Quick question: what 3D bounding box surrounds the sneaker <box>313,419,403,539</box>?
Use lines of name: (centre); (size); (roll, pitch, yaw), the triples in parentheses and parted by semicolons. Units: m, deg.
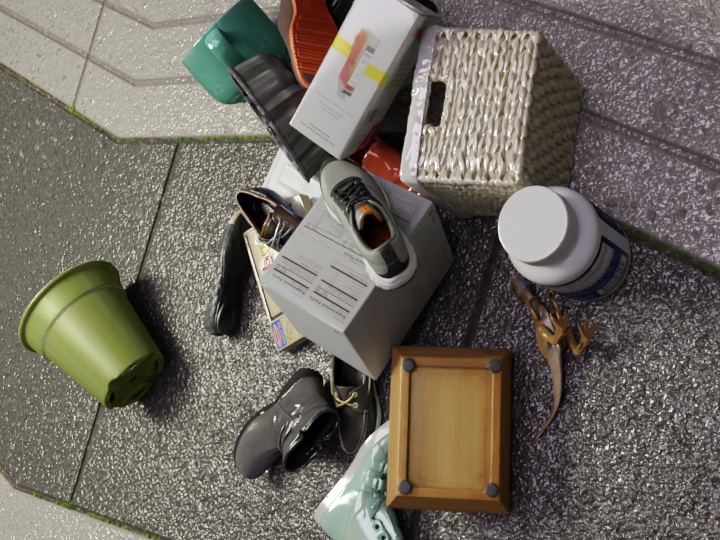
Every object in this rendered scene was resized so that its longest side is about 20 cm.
sneaker: (0.037, 0.294, 1.141); (0.118, 0.073, 0.202); (39, 100, 25)

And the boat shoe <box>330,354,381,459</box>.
boat shoe: (-0.012, 0.162, 1.203); (0.070, 0.060, 0.206); (-5, 78, 33)

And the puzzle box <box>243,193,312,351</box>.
puzzle box: (-0.102, 0.004, 1.302); (0.132, 0.025, 0.204); (-31, 69, 31)

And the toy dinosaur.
toy dinosaur: (0.240, 0.095, 1.061); (0.106, 0.059, 0.204); (135, 127, -62)

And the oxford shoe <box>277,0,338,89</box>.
oxford shoe: (-0.076, -0.324, 1.171); (0.072, 0.070, 0.204); (-40, 48, 54)

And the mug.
mug: (-0.198, -0.331, 1.358); (0.115, 0.186, 0.151); (46, 132, -12)

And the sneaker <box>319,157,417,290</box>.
sneaker: (0.005, -0.073, 1.029); (0.073, 0.080, 0.202); (-31, 55, -2)

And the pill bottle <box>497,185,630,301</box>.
pill bottle: (0.234, -0.033, 0.992); (0.109, 0.199, 0.114); (-7, 76, 31)

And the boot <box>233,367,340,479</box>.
boot: (-0.111, 0.243, 1.214); (0.202, 0.069, 0.132); (-56, 24, 14)

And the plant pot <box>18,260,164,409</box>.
plant pot: (-0.430, 0.123, 1.434); (0.190, 0.199, 0.201); (42, 104, 18)

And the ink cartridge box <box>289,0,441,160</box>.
ink cartridge box: (0.008, -0.256, 1.090); (0.083, 0.145, 0.202); (34, 109, 5)

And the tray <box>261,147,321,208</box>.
tray: (-0.079, -0.126, 1.329); (0.198, 0.022, 0.109); (31, 97, 34)

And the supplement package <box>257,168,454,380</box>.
supplement package: (0.000, 0.000, 1.128); (0.149, 0.152, 0.202); (27, 73, 29)

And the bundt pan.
bundt pan: (-0.108, -0.233, 1.255); (0.075, 0.202, 0.203); (-37, 60, -2)

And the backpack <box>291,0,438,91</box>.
backpack: (0.003, -0.328, 1.234); (0.175, 0.152, 0.202); (40, 102, 29)

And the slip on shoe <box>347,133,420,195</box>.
slip on shoe: (0.031, -0.154, 1.238); (0.200, 0.061, 0.075); (44, 103, 30)

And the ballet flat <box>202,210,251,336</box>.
ballet flat: (-0.216, 0.003, 1.368); (0.056, 0.066, 0.205); (10, 86, 40)

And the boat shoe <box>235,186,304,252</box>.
boat shoe: (-0.115, -0.055, 1.255); (0.199, 0.072, 0.073); (37, 108, 32)

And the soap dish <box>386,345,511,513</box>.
soap dish: (0.111, 0.196, 1.071); (0.153, 0.081, 0.205); (1, 79, 7)

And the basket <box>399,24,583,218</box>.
basket: (0.167, -0.178, 1.069); (0.158, 0.199, 0.203); (6, 83, 32)
